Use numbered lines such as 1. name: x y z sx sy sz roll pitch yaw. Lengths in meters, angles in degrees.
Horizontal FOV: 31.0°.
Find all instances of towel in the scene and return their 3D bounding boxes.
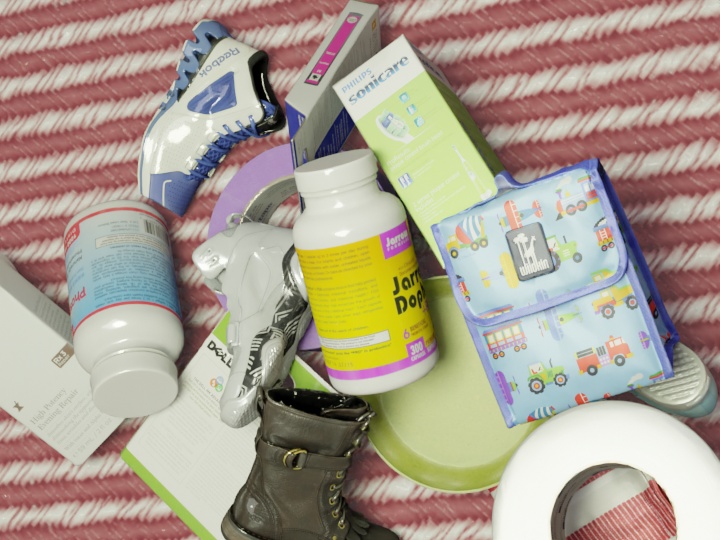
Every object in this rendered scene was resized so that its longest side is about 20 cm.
1. towel: 0.200 0.206 1.207 0.143 0.023 0.201 -34 76 13

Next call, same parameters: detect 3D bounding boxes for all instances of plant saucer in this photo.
1. plant saucer: 0.089 0.105 1.218 0.197 0.031 0.203 1 93 19

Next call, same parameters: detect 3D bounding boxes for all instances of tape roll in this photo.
1. tape roll: -0.050 -0.022 1.283 0.197 0.066 0.203 -2 84 17
2. tape roll: 0.209 0.209 1.054 0.198 0.066 0.203 -4 78 19

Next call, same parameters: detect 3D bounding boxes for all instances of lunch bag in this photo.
1. lunch bag: 0.160 0.007 1.088 0.149 0.094 0.202 -21 101 21

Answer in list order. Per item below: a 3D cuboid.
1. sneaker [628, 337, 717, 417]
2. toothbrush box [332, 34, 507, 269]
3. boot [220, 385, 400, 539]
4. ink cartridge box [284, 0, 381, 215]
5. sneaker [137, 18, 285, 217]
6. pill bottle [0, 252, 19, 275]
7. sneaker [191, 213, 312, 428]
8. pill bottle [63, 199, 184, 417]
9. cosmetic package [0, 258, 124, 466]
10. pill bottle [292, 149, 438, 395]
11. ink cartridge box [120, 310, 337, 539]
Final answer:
1. sneaker: 0.241 0.074 1.183 0.074 0.082 0.200 -47 50 1
2. toothbrush box: 0.076 -0.100 1.207 0.086 0.145 0.201 -33 77 13
3. boot: -0.025 0.193 1.188 0.198 0.069 0.176 15 117 -19
4. ink cartridge box: -0.030 -0.156 1.219 0.037 0.095 0.201 14 51 16
5. sneaker: -0.143 -0.147 1.315 0.114 0.080 0.202 20 90 20
6. pill bottle: -0.459 0.054 1.381 0.198 0.111 0.112 -25 78 14
7. sneaker: -0.110 0.041 1.205 0.114 0.075 0.202 20 72 13
8. pill bottle: -0.231 0.038 1.277 0.108 0.109 0.202 -25 52 14
9. cosmetic package: -0.326 0.092 1.309 0.200 0.074 0.102 41 99 -19
10. pill bottle: 0.000 0.000 1.151 0.103 0.104 0.203 -11 104 16
11. ink cartridge box: -0.117 0.153 1.278 0.148 0.076 0.201 41 101 16
